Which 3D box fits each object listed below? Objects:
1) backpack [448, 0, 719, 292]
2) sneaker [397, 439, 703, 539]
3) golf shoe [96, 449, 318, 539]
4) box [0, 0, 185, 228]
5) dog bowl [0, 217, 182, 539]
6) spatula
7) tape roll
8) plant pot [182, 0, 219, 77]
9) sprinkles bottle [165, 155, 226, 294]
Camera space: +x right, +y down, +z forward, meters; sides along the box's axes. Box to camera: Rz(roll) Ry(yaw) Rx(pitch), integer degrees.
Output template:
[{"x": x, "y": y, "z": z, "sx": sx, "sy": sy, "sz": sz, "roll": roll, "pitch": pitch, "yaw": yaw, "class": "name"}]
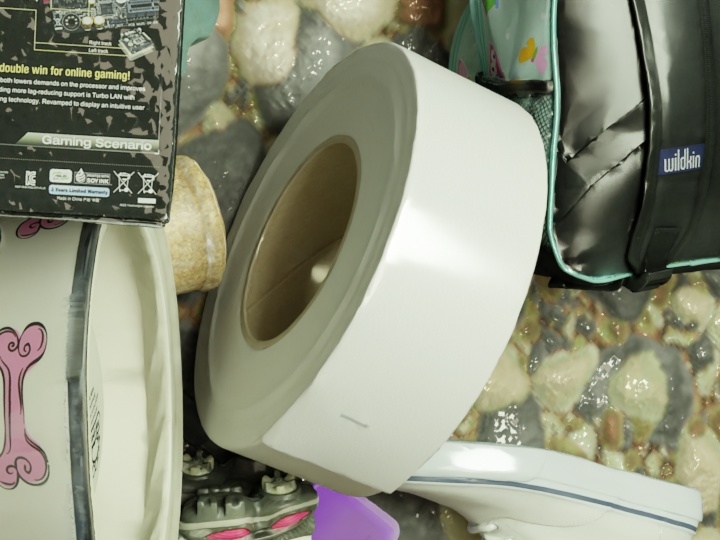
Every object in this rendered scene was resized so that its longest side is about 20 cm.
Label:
[{"x": 0.135, "y": -0.103, "z": 0.939, "sx": 0.176, "sy": 0.153, "sz": 0.200, "roll": -7, "pitch": 106, "yaw": -25, "class": "backpack"}, {"x": 0.093, "y": 0.130, "z": 0.965, "sx": 0.200, "sy": 0.073, "sz": 0.071, "roll": 15, "pitch": 81, "yaw": -24, "class": "sneaker"}, {"x": -0.117, "y": 0.138, "z": 0.869, "sx": 0.200, "sy": 0.077, "sz": 0.088, "roll": -4, "pitch": 114, "yaw": -14, "class": "golf shoe"}, {"x": -0.159, "y": -0.104, "z": 0.630, "sx": 0.200, "sy": 0.086, "sz": 0.164, "roll": 2, "pitch": 98, "yaw": -7, "class": "box"}, {"x": -0.124, "y": 0.057, "z": 0.750, "sx": 0.074, "sy": 0.200, "sz": 0.200, "roll": -2, "pitch": 91, "yaw": 4, "class": "dog bowl"}, {"x": -0.064, "y": 0.093, "z": 0.921, "sx": 0.200, "sy": 0.021, "sz": 0.057, "roll": 42, "pitch": 88, "yaw": -16, "class": "spatula"}, {"x": 0.000, "y": 0.000, "z": 0.853, "sx": 0.071, "sy": 0.202, "sz": 0.202, "roll": 24, "pitch": 80, "yaw": -23, "class": "tape roll"}, {"x": -0.176, "y": -0.141, "z": 0.788, "sx": 0.200, "sy": 0.200, "sz": 0.196, "roll": -49, "pitch": 116, "yaw": -17, "class": "plant pot"}, {"x": -0.164, "y": 0.000, "z": 0.851, "sx": 0.200, "sy": 0.068, "sz": 0.068, "roll": -14, "pitch": 96, "yaw": -24, "class": "sprinkles bottle"}]
